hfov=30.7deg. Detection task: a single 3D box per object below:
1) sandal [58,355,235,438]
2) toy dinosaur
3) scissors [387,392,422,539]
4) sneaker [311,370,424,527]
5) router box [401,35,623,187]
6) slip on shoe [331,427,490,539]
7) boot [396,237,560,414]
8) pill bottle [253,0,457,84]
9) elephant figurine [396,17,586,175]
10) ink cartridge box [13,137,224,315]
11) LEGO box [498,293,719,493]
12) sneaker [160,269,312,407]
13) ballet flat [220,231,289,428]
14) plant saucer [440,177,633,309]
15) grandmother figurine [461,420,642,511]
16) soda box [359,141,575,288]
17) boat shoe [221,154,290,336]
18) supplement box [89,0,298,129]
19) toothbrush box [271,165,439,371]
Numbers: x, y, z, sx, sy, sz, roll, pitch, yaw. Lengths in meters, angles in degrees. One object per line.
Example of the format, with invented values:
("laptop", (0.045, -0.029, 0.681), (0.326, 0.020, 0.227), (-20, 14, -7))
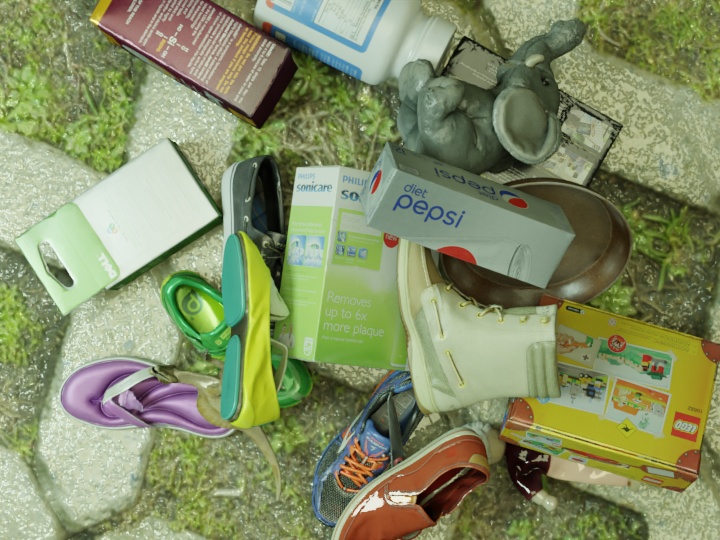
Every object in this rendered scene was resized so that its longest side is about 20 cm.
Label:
("sandal", (-0.227, 0.137, 1.424), (0.202, 0.050, 0.083), (6, 88, -1))
("toy dinosaur", (-0.126, 0.145, 1.388), (0.200, 0.058, 0.101), (44, 127, -10))
("scissors", (0.046, 0.208, 1.384), (0.073, 0.014, 0.200), (-1, 119, -17))
("sneaker", (0.009, 0.185, 1.406), (0.075, 0.078, 0.200), (31, 89, 2))
("router box", (0.161, -0.141, 1.428), (0.200, 0.051, 0.149), (30, 90, 2))
("slip on shoe", (0.051, 0.243, 1.361), (0.200, 0.061, 0.074), (-38, 127, 7))
("boot", (0.119, 0.039, 1.313), (0.154, 0.072, 0.200), (-8, 97, 14))
("pill bottle", (-0.003, -0.267, 1.405), (0.200, 0.112, 0.112), (27, 89, 1))
("elephant figurine", (0.146, -0.158, 1.340), (0.200, 0.142, 0.155), (-5, 129, -14))
("ink cartridge box", (-0.259, -0.046, 1.426), (0.200, 0.059, 0.104), (-33, 88, 0))
("LEGO box", (0.262, 0.129, 1.377), (0.200, 0.077, 0.149), (16, 68, 5))
("sneaker", (-0.140, 0.078, 1.409), (0.200, 0.084, 0.074), (39, 89, 1))
("ballet flat", (-0.105, 0.061, 1.328), (0.067, 0.067, 0.200), (7, 73, -25))
("plant saucer", (0.184, -0.030, 1.380), (0.200, 0.200, 0.035), (2, 46, 1))
("grandmother figurine", (0.202, 0.199, 1.418), (0.200, 0.061, 0.121), (7, 61, 4))
("soda box", (0.103, -0.052, 1.274), (0.200, 0.063, 0.068), (19, 116, -19))
("boat shoe", (-0.101, -0.030, 1.396), (0.066, 0.070, 0.200), (-24, 62, 39))
("supplement box", (-0.175, -0.242, 1.406), (0.200, 0.110, 0.086), (31, 89, 2))
("toothbrush box", (0.000, 0.000, 1.377), (0.145, 0.086, 0.200), (10, 86, -36))
